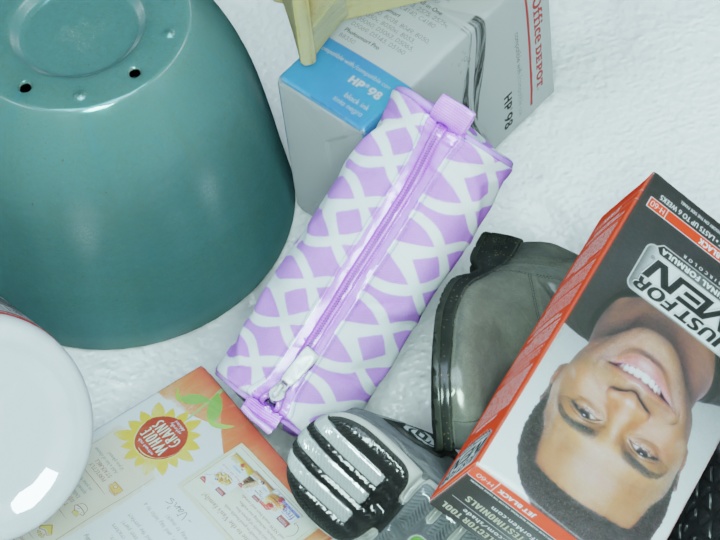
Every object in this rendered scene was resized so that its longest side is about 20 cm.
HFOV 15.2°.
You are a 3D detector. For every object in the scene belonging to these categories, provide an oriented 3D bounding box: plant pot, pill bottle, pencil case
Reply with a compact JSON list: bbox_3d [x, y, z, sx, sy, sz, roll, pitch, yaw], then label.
[{"bbox_3d":[-0.143,-0.084,1.500,0.200,0.161,0.201,-3,52,3],"label":"plant pot"},{"bbox_3d":[-0.214,0.062,1.375,0.116,0.116,0.200,-27,17,-14],"label":"pill bottle"},{"bbox_3d":[0.000,0.000,1.420,0.084,0.085,0.200,31,91,15],"label":"pencil case"}]

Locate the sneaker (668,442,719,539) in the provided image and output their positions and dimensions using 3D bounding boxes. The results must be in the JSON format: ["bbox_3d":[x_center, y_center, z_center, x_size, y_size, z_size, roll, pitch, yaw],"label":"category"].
[{"bbox_3d":[0.216,0.153,1.352,0.083,0.072,0.200,6,41,-32],"label":"sneaker"}]

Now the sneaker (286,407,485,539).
[{"bbox_3d":[0.054,0.140,1.363,0.075,0.115,0.200,-42,88,15],"label":"sneaker"}]

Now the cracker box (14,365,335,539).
[{"bbox_3d":[-0.124,0.154,1.379,0.200,0.058,0.134,-31,54,-18],"label":"cracker box"}]

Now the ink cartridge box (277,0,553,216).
[{"bbox_3d":[0.047,-0.118,1.533,0.067,0.116,0.200,32,62,27],"label":"ink cartridge box"}]

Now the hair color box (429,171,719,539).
[{"bbox_3d":[0.128,0.059,1.323,0.101,0.061,0.200,36,58,-6],"label":"hair color box"}]

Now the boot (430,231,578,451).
[{"bbox_3d":[0.111,0.034,1.403,0.130,0.068,0.200,6,27,13],"label":"boot"}]

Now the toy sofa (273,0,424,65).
[{"bbox_3d":[0.045,-0.192,1.465,0.200,0.083,0.098,-13,54,-4],"label":"toy sofa"}]
